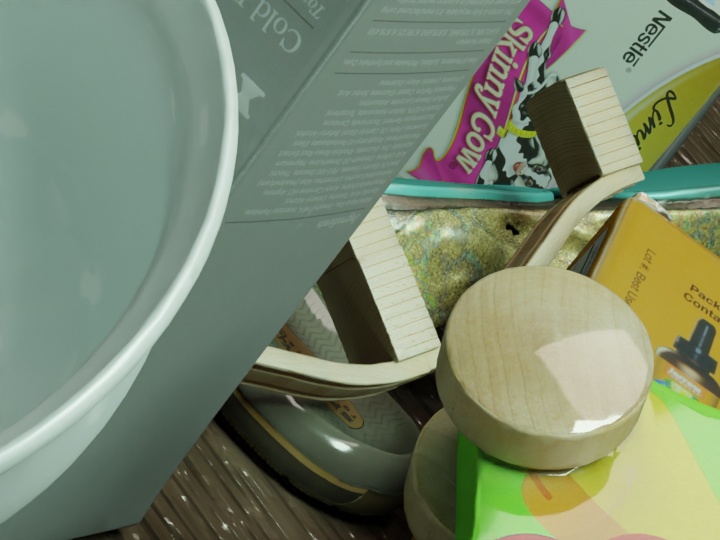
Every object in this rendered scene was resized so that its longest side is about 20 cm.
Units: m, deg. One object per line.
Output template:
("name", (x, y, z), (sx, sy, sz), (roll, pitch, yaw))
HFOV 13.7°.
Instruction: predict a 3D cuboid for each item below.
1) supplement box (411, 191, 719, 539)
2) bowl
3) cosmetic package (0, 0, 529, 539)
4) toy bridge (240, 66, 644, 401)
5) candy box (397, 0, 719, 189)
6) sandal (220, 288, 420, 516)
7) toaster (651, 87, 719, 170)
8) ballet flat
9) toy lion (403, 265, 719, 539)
("supplement box", (0.057, 0.066, 0.791), (0.066, 0.069, 0.200), (36, 41, -4))
("bowl", (-0.124, -0.005, 0.629), (0.200, 0.091, 0.202), (0, 55, 0))
("cosmetic package", (-0.055, -0.037, 0.711), (0.107, 0.200, 0.090), (44, 20, 20))
("toy bridge", (0.000, 0.000, 0.834), (0.199, 0.027, 0.068), (-19, 85, -33))
("candy box", (0.011, -0.089, 0.998), (0.199, 0.137, 0.061), (31, 24, -18))
("sandal", (-0.045, -0.017, 0.860), (0.200, 0.055, 0.082), (50, 25, 9))
("toaster", (0.062, -0.095, 1.098), (0.200, 0.129, 0.114), (36, 23, -8))
("ballet flat", (0.063, -0.001, 0.953), (0.199, 0.071, 0.071), (-3, 42, -30))
("toy lion", (0.081, 0.100, 0.627), (0.199, 0.069, 0.193), (7, 53, -6))
